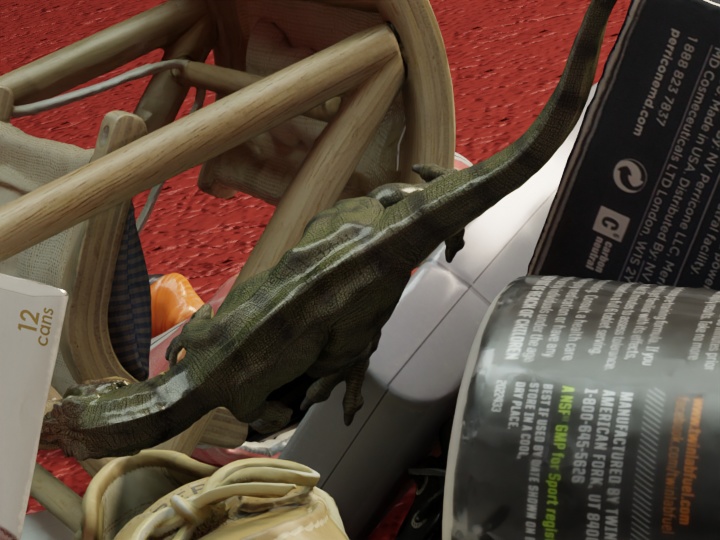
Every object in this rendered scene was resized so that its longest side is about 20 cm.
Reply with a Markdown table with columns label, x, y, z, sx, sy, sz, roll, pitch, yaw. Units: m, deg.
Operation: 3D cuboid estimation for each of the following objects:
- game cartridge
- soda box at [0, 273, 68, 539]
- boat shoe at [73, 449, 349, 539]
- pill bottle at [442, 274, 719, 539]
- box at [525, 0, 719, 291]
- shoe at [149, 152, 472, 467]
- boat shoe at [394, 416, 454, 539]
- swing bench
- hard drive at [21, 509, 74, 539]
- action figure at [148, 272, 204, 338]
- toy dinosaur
| label | x | y | z | sx | sy | sz | roll | pitch | yaw |
| --- | --- | --- | --- | --- | --- | --- | --- | --- | --- |
| game cartridge | 0.038 | 0.013 | 0.962 | 0.200 | 0.042 | 0.133 | -45 | -5 | -45 |
| soda box | -0.132 | 0.057 | 0.806 | 0.063 | 0.068 | 0.200 | 14 | -21 | -13 |
| boat shoe | -0.042 | 0.073 | 0.762 | 0.073 | 0.063 | 0.201 | -24 | -2 | -7 |
| pill bottle | 0.127 | 0.061 | 0.736 | 0.199 | 0.107 | 0.106 | 5 | 22 | 17 |
| box | 0.166 | -0.016 | 0.837 | 0.199 | 0.107 | 0.148 | 24 | 26 | 10 |
| shoe | -0.004 | 0.015 | 1.074 | 0.200 | 0.072 | 0.091 | -37 | 13 | -33 |
| boat shoe | 0.045 | 0.068 | 0.890 | 0.074 | 0.066 | 0.199 | -6 | 18 | 29 |
| swing bench | -0.076 | -0.029 | 0.979 | 0.200 | 0.130 | 0.199 | -44 | 20 | -9 |
| hard drive | -0.110 | 0.122 | 0.924 | 0.131 | 0.026 | 0.200 | -15 | 15 | -1 |
| action figure | -0.153 | 0.020 | 1.179 | 0.193 | 0.105 | 0.199 | -6 | -7 | 44 |
| toy dinosaur | 0.000 | 0.000 | 0.816 | 0.200 | 0.048 | 0.088 | -39 | -12 | 4 |
